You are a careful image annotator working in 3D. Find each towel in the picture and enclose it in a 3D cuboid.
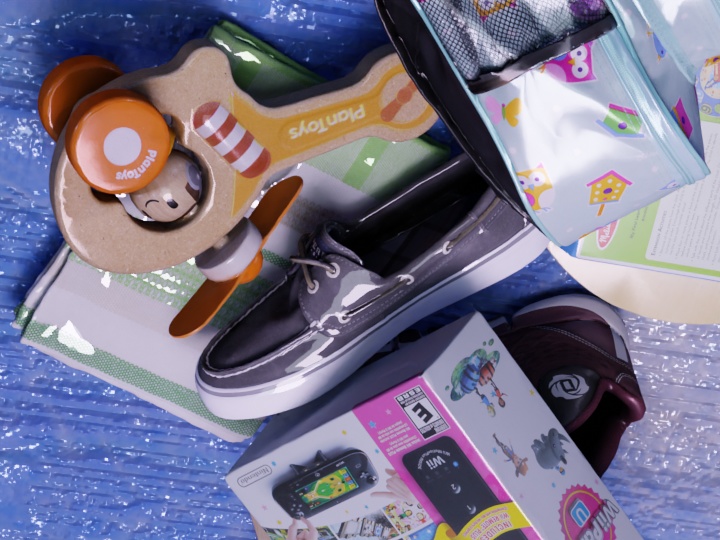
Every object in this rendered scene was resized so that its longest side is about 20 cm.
[{"bbox_3d":[-0.066,-0.017,1.200,0.149,0.031,0.200,27,111,-23],"label":"towel"}]

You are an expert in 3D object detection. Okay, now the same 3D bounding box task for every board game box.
[{"bbox_3d":[0.052,0.138,1.163,0.147,0.064,0.200,-29,103,40],"label":"board game box"}]

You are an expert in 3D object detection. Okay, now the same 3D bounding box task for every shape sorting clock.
[{"bbox_3d":[0.177,-0.066,1.189,0.199,0.039,0.201,-2,115,-4],"label":"shape sorting clock"}]

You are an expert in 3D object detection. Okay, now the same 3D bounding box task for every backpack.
[{"bbox_3d":[0.091,-0.119,1.060,0.153,0.176,0.200,-20,108,7],"label":"backpack"}]

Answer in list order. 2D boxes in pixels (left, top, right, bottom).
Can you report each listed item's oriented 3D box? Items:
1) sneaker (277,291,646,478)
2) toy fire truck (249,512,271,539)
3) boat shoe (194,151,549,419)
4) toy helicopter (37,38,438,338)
[{"bbox_3d":[0.053,0.082,1.209,0.199,0.116,0.076,-22,123,1],"label":"sneaker"},{"bbox_3d":[0.034,0.189,1.288,0.176,0.129,0.200,-32,129,11],"label":"toy fire truck"},{"bbox_3d":[0.000,0.000,1.159,0.200,0.070,0.066,-27,130,3],"label":"boat shoe"},{"bbox_3d":[-0.050,-0.052,1.127,0.199,0.079,0.133,-19,115,-13],"label":"toy helicopter"}]
